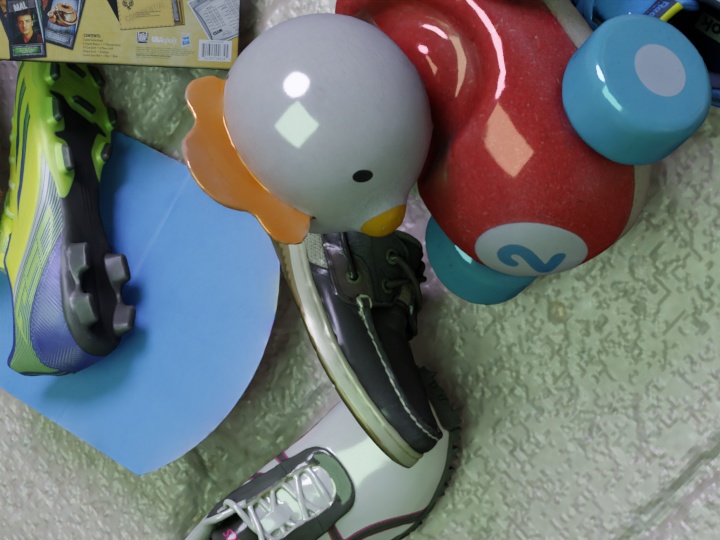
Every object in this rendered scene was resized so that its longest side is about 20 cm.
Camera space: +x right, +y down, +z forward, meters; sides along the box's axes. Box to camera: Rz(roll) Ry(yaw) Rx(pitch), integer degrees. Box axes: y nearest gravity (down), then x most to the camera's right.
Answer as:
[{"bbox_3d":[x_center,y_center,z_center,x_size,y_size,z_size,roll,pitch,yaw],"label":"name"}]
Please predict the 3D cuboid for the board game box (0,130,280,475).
[{"bbox_3d":[-0.123,0.018,0.972,0.199,0.039,0.159,26,87,30],"label":"board game box"}]

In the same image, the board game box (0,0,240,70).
[{"bbox_3d":[-0.157,-0.175,0.895,0.035,0.198,0.137,19,107,62],"label":"board game box"}]

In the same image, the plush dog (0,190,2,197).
[{"bbox_3d":[-0.267,-0.083,0.986,0.199,0.160,0.174,-12,94,50],"label":"plush dog"}]

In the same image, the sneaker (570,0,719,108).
[{"bbox_3d":[0.120,-0.132,0.814,0.199,0.078,0.066,29,109,23],"label":"sneaker"}]

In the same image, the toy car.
[{"bbox_3d":[0.013,-0.057,0.772,0.178,0.199,0.184,58,149,10],"label":"toy car"}]

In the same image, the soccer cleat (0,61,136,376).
[{"bbox_3d":[-0.175,-0.038,0.956,0.083,0.065,0.202,-22,64,27],"label":"soccer cleat"}]

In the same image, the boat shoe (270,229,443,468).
[{"bbox_3d":[0.000,0.000,0.876,0.066,0.072,0.202,-30,62,9],"label":"boat shoe"}]

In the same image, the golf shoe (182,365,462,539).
[{"bbox_3d":[-0.029,0.129,0.913,0.200,0.088,0.077,-44,74,22],"label":"golf shoe"}]
